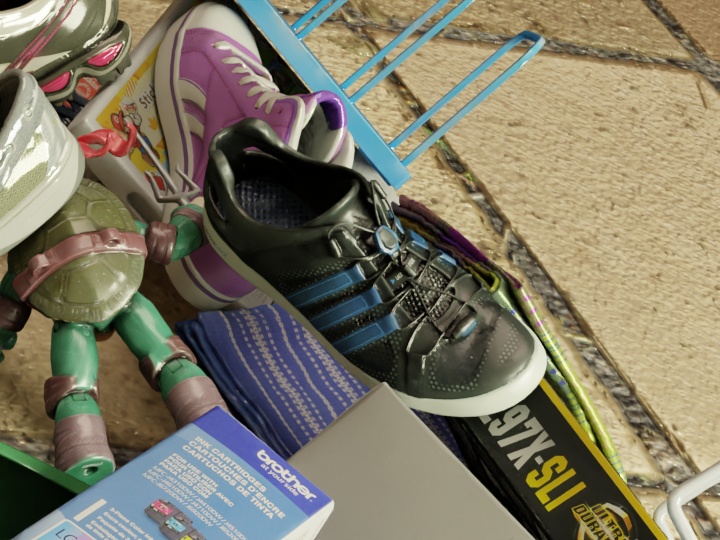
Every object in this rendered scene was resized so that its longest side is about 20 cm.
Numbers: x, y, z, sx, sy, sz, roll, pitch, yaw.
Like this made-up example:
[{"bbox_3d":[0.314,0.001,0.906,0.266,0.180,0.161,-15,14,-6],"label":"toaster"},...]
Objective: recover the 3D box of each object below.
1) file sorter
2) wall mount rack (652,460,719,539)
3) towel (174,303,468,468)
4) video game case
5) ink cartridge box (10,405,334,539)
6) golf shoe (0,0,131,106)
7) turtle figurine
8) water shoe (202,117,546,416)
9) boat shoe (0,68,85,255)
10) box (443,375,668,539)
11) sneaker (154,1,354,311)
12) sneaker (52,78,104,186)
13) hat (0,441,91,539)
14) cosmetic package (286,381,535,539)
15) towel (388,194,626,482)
[{"bbox_3d":[-0.002,-0.166,1.705,0.200,0.123,0.139,50,3,-7],"label":"file sorter"},{"bbox_3d":[0.208,0.178,1.463,0.174,0.074,0.200,61,-2,8],"label":"wall mount rack"},{"bbox_3d":[0.003,0.068,1.580,0.199,0.024,0.145,-10,57,-51],"label":"towel"},{"bbox_3d":[-0.067,-0.056,1.669,0.182,0.023,0.200,50,33,-12],"label":"video game case"},{"bbox_3d":[-0.096,0.147,1.279,0.076,0.137,0.200,40,31,14],"label":"ink cartridge box"},{"bbox_3d":[-0.219,-0.104,1.577,0.200,0.088,0.077,-38,48,-12],"label":"golf shoe"},{"bbox_3d":[-0.136,0.011,1.478,0.101,0.149,0.201,56,10,-61],"label":"turtle figurine"},{"bbox_3d":[0.000,0.000,1.432,0.199,0.079,0.072,30,63,22],"label":"water shoe"},{"bbox_3d":[-0.222,-0.014,1.425,0.202,0.065,0.074,-40,47,-11],"label":"boat shoe"},{"bbox_3d":[0.105,0.126,1.469,0.200,0.049,0.160,54,-5,43],"label":"box"},{"bbox_3d":[-0.048,-0.082,1.589,0.072,0.114,0.201,27,41,-36],"label":"sneaker"},{"bbox_3d":[-0.166,-0.083,1.670,0.199,0.085,0.075,-8,42,-46],"label":"sneaker"},{"bbox_3d":[-0.218,0.148,1.305,0.165,0.177,0.200,16,-12,34],"label":"hat"},{"bbox_3d":[0.050,0.159,1.389,0.200,0.090,0.107,49,-8,32],"label":"cosmetic package"},{"bbox_3d":[0.077,0.040,1.587,0.144,0.023,0.200,59,-7,-21],"label":"towel"}]
